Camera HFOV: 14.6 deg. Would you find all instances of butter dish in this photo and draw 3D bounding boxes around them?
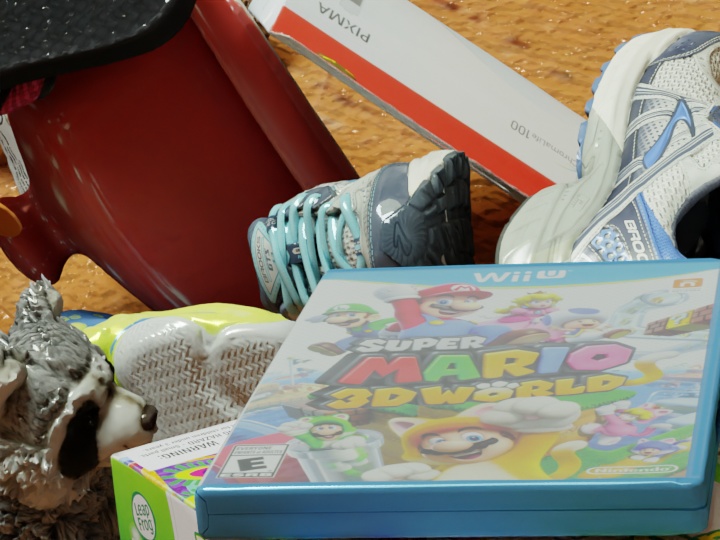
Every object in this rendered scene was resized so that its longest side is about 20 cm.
[{"bbox_3d":[-0.095,-0.049,1.232,0.147,0.200,0.200,-34,29,0],"label":"butter dish"}]

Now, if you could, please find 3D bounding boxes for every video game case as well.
[{"bbox_3d":[0.040,0.035,0.861,0.142,0.018,0.200,-2,17,11],"label":"video game case"}]

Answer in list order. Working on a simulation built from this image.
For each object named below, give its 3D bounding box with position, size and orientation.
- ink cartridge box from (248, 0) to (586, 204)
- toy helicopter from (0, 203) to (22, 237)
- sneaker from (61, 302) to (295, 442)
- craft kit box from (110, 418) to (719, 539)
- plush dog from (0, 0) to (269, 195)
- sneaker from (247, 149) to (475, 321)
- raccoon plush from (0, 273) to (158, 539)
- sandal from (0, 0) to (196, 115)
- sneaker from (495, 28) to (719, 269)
[{"bbox_3d":[0.036,-0.076,1.162,0.047,0.160,0.200,-56,10,3],"label":"ink cartridge box"},{"bbox_3d":[-0.211,-0.032,1.066,0.079,0.201,0.132,-1,32,47],"label":"toy helicopter"},{"bbox_3d":[-0.089,0.040,1.179,0.199,0.076,0.105,-8,22,14],"label":"sneaker"},{"bbox_3d":[0.056,0.075,0.830,0.199,0.049,0.197,-14,22,-27],"label":"craft kit box"},{"bbox_3d":[-0.142,-0.135,1.509,0.171,0.161,0.200,-23,51,-36],"label":"plush dog"},{"bbox_3d":[0.000,0.000,1.068,0.086,0.078,0.200,-2,-4,0],"label":"sneaker"},{"bbox_3d":[-0.165,0.090,1.069,0.199,0.135,0.097,-19,27,4],"label":"raccoon plush"},{"bbox_3d":[-0.143,-0.094,1.149,0.199,0.045,0.076,-8,65,29],"label":"sandal"},{"bbox_3d":[0.122,-0.024,1.031,0.085,0.077,0.200,-1,34,27],"label":"sneaker"}]
